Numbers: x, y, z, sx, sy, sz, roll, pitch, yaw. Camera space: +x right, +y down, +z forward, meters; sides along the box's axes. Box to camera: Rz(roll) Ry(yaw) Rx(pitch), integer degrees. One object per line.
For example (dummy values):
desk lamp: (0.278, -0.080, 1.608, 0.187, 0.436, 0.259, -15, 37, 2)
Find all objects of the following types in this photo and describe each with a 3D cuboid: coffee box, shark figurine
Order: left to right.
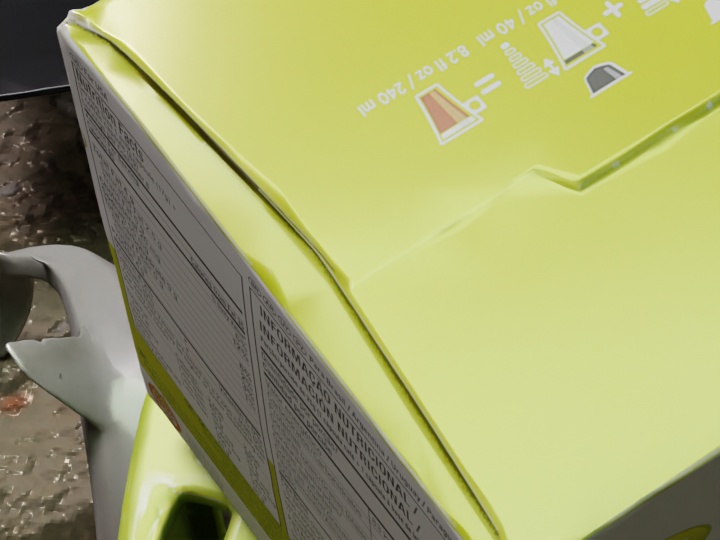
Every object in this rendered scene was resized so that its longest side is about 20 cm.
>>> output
shark figurine: (-0.112, 0.032, 1.080, 0.089, 0.128, 0.215, 13, 33, -44)
coffee box: (0.064, 0.005, 0.760, 0.199, 0.198, 0.200, -31, 61, -14)

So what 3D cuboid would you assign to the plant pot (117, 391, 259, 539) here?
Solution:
plant pot: (0.017, 0.167, 0.893, 0.198, 0.200, 0.182, 6, 54, 13)

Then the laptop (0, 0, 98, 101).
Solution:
laptop: (-0.104, -0.112, 1.248, 0.176, 0.200, 0.104, -8, 82, -1)
